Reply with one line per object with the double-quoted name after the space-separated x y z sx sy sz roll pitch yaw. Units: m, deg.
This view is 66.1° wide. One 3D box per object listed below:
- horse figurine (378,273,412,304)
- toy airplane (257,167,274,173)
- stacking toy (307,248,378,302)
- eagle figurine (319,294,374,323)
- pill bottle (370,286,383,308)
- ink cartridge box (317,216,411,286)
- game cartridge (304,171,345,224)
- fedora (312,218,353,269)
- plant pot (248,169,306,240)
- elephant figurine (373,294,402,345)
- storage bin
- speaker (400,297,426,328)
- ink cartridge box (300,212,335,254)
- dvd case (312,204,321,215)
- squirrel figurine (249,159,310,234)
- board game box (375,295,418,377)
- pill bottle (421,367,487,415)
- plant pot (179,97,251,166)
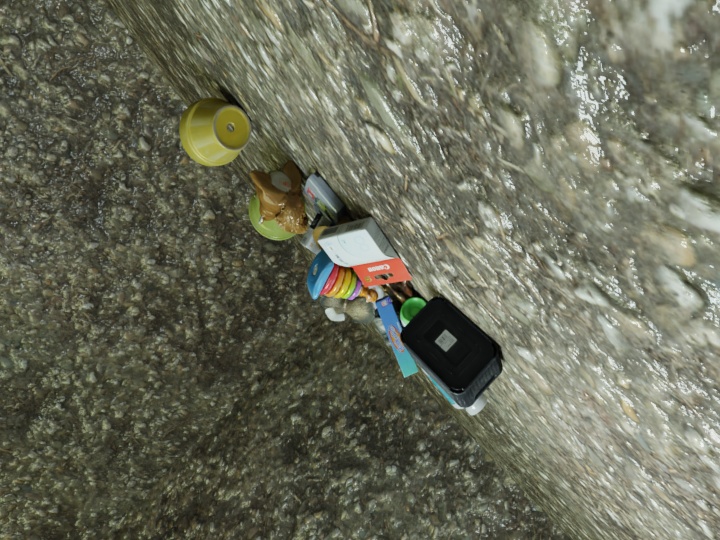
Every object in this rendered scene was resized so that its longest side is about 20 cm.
0.091 0.045 1.485 0.132 0.051 0.199 40 171 -22 "horse figurine"
-0.301 -0.252 1.966 0.200 0.136 0.207 22 -125 -76 "toy airplane"
-0.035 0.034 1.442 0.195 0.119 0.110 23 -164 -24 "stacking toy"
-0.044 0.090 1.656 0.200 0.147 0.156 -114 4 -75 "eagle figurine"
-0.002 0.062 1.922 0.110 0.109 0.199 50 173 -25 "pill bottle"
0.011 -0.026 1.322 0.156 0.048 0.202 -9 128 40 "ink cartridge box"
-0.094 -0.187 1.479 0.133 0.041 0.200 45 173 -4 "game cartridge"
-0.034 -0.072 1.443 0.197 0.083 0.202 30 159 12 "fedora"
-0.263 -0.224 1.780 0.201 0.200 0.184 46 162 3 "plant pot"
0.106 0.127 1.638 0.202 0.149 0.146 90 170 -65 "elephant figurine"
0.196 0.174 1.195 0.200 0.135 0.094 43 173 35 "storage bin"
0.159 0.156 1.477 0.088 0.088 0.202 42 165 35 "speaker"
-0.077 -0.071 1.554 0.037 0.097 0.199 28 175 44 "ink cartridge box"
-0.095 -0.095 1.743 0.144 0.017 0.204 60 -172 -57 "dvd case"
-0.233 -0.181 1.583 0.203 0.140 0.187 54 145 8 "squirrel figurine"
0.095 0.171 1.484 0.152 0.044 0.206 47 -160 -88 "board game box"
0.269 0.308 1.559 0.201 0.110 0.111 49 173 -3 "pill bottle"
-0.426 -0.426 1.680 0.186 0.203 0.202 9 145 52 "plant pot"
